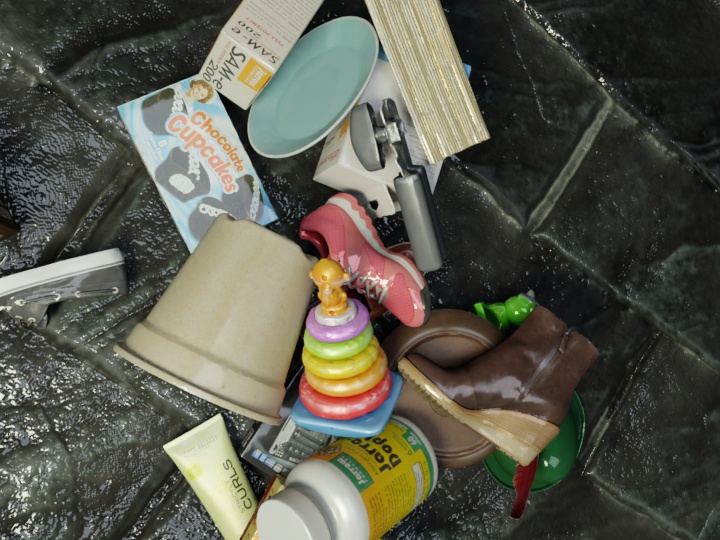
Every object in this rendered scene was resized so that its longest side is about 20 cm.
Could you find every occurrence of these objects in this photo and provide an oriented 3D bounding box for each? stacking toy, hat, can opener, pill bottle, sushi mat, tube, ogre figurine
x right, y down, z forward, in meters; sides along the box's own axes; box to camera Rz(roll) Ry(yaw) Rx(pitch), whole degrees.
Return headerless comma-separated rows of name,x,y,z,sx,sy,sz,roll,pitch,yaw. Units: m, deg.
stacking toy,-0.024,0.072,0.722,0.115,0.110,0.201,4,122,20
hat,0.260,0.236,0.859,0.165,0.176,0.201,32,81,-12
can opener,0.042,-0.094,0.749,0.067,0.053,0.201,-10,109,21
pill bottle,-0.012,0.242,0.720,0.200,0.112,0.113,-18,94,-48
sushi mat,0.081,-0.231,0.766,0.095,0.012,0.201,-28,103,-21
tube,-0.160,0.281,0.808,0.058,0.052,0.201,-31,95,-53
ogre figurine,0.179,0.100,0.875,0.098,0.199,0.121,-2,74,-56

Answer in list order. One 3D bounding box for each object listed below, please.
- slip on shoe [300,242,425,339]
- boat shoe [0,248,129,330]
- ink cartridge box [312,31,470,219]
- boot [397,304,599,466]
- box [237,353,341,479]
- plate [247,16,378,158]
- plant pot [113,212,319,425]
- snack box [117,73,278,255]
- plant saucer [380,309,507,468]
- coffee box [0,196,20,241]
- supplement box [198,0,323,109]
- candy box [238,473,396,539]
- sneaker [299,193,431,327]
slip on shoe,0.010,0.031,0.855,0.200,0.061,0.074,-33,96,-15
boat shoe,-0.362,0.033,0.750,0.199,0.070,0.067,-19,92,-23
ink cartridge box,0.032,-0.169,0.830,0.125,0.128,0.201,20,82,-16
boot,0.161,0.109,0.777,0.200,0.072,0.167,34,79,-1
box,-0.029,0.217,0.844,0.200,0.050,0.158,38,79,-11
plate,-0.055,-0.214,0.790,0.026,0.200,0.201,37,78,-43
plant pot,-0.140,0.045,0.741,0.200,0.200,0.184,27,81,-13
snack box,-0.197,-0.127,0.812,0.116,0.037,0.201,-28,96,-15
plant saucer,0.108,0.149,0.816,0.199,0.034,0.201,0,92,-2
coffee box,-0.457,-0.115,0.700,0.079,0.114,0.201,-29,97,-15
supplement box,-0.099,-0.304,0.782,0.073,0.126,0.201,34,70,-17
candy box,-0.042,0.343,0.782,0.200,0.055,0.116,33,81,-12
sneaker,0.000,0.000,0.792,0.087,0.074,0.200,-28,67,-32
